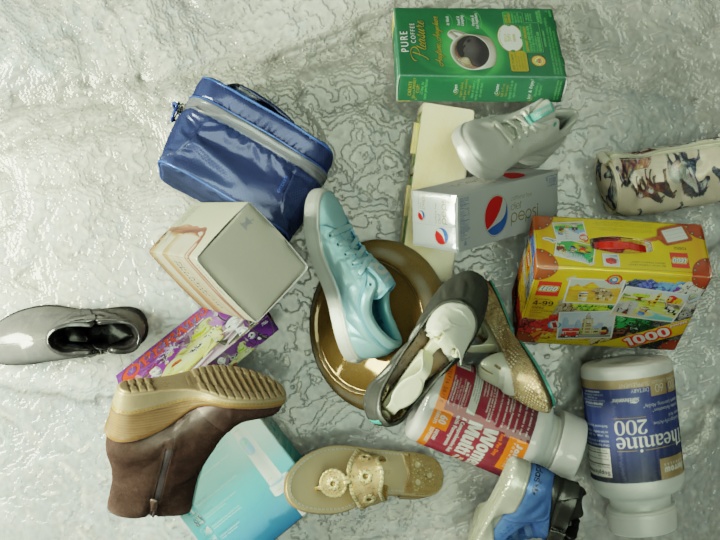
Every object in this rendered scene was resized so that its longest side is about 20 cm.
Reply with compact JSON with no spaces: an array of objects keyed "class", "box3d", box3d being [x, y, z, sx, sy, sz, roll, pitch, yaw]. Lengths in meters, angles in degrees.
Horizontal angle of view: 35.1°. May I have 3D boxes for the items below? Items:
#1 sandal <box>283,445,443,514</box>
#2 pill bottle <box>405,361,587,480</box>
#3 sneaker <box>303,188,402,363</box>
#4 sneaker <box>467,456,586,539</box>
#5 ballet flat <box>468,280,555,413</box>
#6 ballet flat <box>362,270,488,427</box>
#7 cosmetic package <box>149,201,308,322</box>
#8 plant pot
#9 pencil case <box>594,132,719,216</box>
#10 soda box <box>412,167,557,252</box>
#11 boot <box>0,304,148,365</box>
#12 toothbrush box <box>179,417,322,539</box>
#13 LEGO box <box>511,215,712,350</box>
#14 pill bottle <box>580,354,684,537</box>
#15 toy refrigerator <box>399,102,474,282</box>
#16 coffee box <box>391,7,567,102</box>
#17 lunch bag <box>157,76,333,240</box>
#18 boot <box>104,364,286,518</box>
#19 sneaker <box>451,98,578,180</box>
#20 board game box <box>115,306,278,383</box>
[{"class":"sandal","box3d":[0.018,0.234,1.319,0.209,0.069,0.079,3,69,-31]},{"class":"pill bottle","box3d":[0.161,0.182,1.348,0.197,0.110,0.111,22,91,-3]},{"class":"sneaker","box3d":[0.000,0.000,1.268,0.081,0.074,0.203,-12,103,27]},{"class":"sneaker","box3d":[0.194,0.298,1.325,0.110,0.077,0.201,20,133,-1]},{"class":"ballet flat","box3d":[0.158,0.094,1.323,0.064,0.201,0.071,-18,135,-9]},{"class":"ballet flat","box3d":[0.079,0.092,1.234,0.068,0.068,0.201,35,93,-12]},{"class":"cosmetic package","box3d":[-0.152,-0.013,1.267,0.087,0.199,0.104,-47,108,-16]},{"class":"plant pot","box3d":[0.014,0.065,1.322,0.198,0.027,0.204,0,89,34]},{"class":"pencil case","box3d":[0.379,-0.119,1.364,0.196,0.078,0.091,-9,117,-2]},{"class":"soda box","box3d":[0.146,-0.073,1.299,0.198,0.067,0.065,-15,109,-46]},{"class":"boot","box3d":[-0.345,0.073,1.310,0.197,0.132,0.071,-11,93,-2]},{"class":"toothbrush box","box3d":[-0.159,0.230,1.346,0.146,0.085,0.201,-39,94,0]},{"class":"LEGO box","box3d":[0.285,0.016,1.324,0.196,0.150,0.078,3,52,-2]},{"class":"pill bottle","box3d":[0.326,0.207,1.356,0.109,0.111,0.204,-7,92,-2]},{"class":"toy refrigerator","box3d":[0.084,-0.091,1.354,0.069,0.076,0.204,8,92,-3]},{"class":"coffee box","box3d":[0.135,-0.254,1.338,0.196,0.044,0.124,-1,53,-4]},{"class":"lunch bag","box3d":[-0.135,-0.134,1.309,0.198,0.136,0.134,30,80,-6]},{"class":"boot","box3d":[-0.185,0.194,1.270,0.197,0.073,0.169,0,117,-15]},{"class":"sneaker","box3d":[0.180,-0.160,1.295,0.088,0.199,0.076,-38,78,37]},{"class":"board game box","box3d":[-0.193,0.097,1.326,0.199,0.120,0.032,-39,117,-1]}]
